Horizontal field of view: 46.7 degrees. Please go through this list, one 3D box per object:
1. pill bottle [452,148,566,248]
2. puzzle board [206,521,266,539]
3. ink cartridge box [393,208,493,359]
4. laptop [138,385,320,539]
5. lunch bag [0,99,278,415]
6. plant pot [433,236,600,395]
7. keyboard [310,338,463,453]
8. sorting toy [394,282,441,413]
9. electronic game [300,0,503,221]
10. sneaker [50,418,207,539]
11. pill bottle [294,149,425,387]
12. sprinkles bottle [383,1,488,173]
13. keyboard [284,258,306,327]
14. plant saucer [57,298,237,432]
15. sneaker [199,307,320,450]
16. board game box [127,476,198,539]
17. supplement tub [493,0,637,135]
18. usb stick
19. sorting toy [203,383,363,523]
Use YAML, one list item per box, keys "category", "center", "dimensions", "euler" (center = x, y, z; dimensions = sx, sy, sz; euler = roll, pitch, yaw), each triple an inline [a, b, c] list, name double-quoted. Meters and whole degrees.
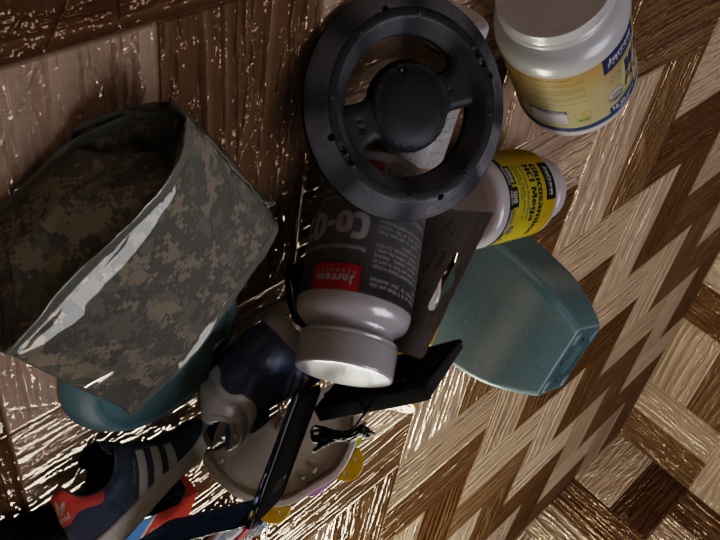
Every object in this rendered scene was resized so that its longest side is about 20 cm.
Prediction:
- category: "pill bottle"
  center: [0.181, -0.095, 1.056]
  dimensions: [0.198, 0.112, 0.114]
  euler: [-14, 135, -50]
- category: "puzzle board"
  center: [-0.191, 0.388, 1.118]
  dimensions: [0.152, 0.017, 0.200]
  euler: [-52, 164, -2]
- category: "ink cartridge box"
  center: [0.057, 0.012, 0.878]
  dimensions: [0.050, 0.198, 0.164]
  euler: [33, 79, -31]
- category: "laptop"
  center: [-0.133, 0.194, 0.836]
  dimensions: [0.187, 0.113, 0.204]
  euler: [65, 45, -83]
- category: "lunch bag"
  center: [-0.165, -0.017, 0.617]
  dimensions: [0.200, 0.118, 0.164]
  euler: [-44, 151, -4]
- category: "plant pot"
  center: [0.236, 0.074, 1.241]
  dimensions: [0.194, 0.199, 0.199]
  euler: [-1, 125, -58]
- category: "keyboard"
  center: [0.011, 0.124, 0.823]
  dimensions: [0.199, 0.021, 0.128]
  euler: [-25, -159, 53]
- category: "sorting toy"
  center: [0.063, 0.071, 1.119]
  dimensions: [0.182, 0.105, 0.202]
  euler: [-58, 159, -32]
- category: "electronic game"
  center: [0.041, -0.147, 0.746]
  dimensions: [0.195, 0.041, 0.206]
  euler: [-2, 96, -20]
- category: "sneaker"
  center: [-0.224, 0.190, 0.827]
  dimensions: [0.074, 0.085, 0.200]
  euler: [-34, -173, 30]
- category: "pill bottle"
  center: [0.000, 0.000, 0.799]
  dimensions: [0.114, 0.111, 0.205]
  euler: [49, 48, -62]
- category: "sprinkles bottle"
  center: [0.069, -0.165, 0.850]
  dimensions: [0.068, 0.068, 0.203]
  euler: [-23, 141, -42]
- category: "keyboard"
  center: [-0.015, 0.003, 0.973]
  dimensions: [0.198, 0.039, 0.107]
  euler: [-27, 121, -36]
- category: "plant saucer"
  center: [-0.189, 0.077, 0.787]
  dimensions: [0.199, 0.027, 0.203]
  euler: [-38, 149, -27]
- category: "sneaker"
  center: [-0.112, 0.123, 0.881]
  dimensions: [0.147, 0.080, 0.200]
  euler: [-46, 168, -8]
- category: "board game box"
  center: [-0.278, 0.330, 0.933]
  dimensions: [0.151, 0.040, 0.203]
  euler: [-11, 132, -52]
- category: "supplement tub"
  center: [0.222, -0.252, 0.900]
  dimensions: [0.145, 0.144, 0.200]
  euler: [-51, 153, 0]
- category: "usb stick"
  center: [-0.264, 0.243, 0.836]
  dimensions: [0.198, 0.055, 0.033]
  euler: [-11, 134, -52]
- category: "sorting toy"
  center: [-0.068, 0.216, 1.024]
  dimensions: [0.197, 0.108, 0.180]
  euler: [-30, 175, 0]
